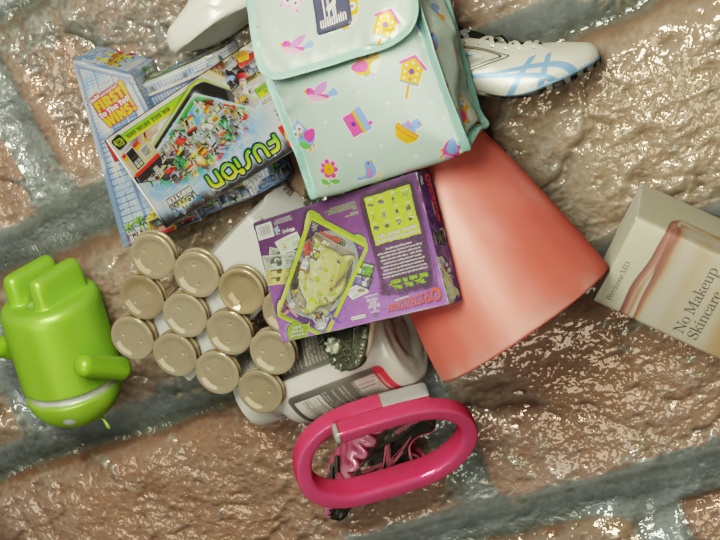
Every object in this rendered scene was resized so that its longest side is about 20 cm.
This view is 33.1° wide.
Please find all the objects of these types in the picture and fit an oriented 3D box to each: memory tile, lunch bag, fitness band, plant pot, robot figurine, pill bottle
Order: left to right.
[{"bbox_3d":[-0.336,0.088,1.373,0.173,0.116,0.203,5,118,32],"label":"robot figurine"},{"bbox_3d":[-0.154,0.052,1.236,0.198,0.017,0.155,22,118,7],"label":"memory tile"},{"bbox_3d":[-0.037,0.097,1.291,0.198,0.111,0.112,-22,106,24],"label":"pill bottle"},{"bbox_3d":[0.003,-0.186,1.072,0.168,0.122,0.202,-14,109,23],"label":"lunch bag"},{"bbox_3d":[0.027,0.188,1.269,0.197,0.038,0.145,-14,135,-7],"label":"fitness band"},{"bbox_3d":[0.108,-0.021,1.160,0.200,0.200,0.178,-36,89,27],"label":"plant pot"}]

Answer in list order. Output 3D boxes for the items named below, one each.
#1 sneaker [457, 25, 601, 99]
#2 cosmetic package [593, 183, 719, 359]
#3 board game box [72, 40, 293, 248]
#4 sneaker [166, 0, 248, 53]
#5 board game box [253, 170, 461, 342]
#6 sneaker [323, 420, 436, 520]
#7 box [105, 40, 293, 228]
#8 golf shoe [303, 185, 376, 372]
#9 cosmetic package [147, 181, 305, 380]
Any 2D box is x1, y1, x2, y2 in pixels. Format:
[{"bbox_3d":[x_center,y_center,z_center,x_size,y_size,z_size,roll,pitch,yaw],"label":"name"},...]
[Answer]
[{"bbox_3d":[0.125,-0.196,1.136,0.197,0.072,0.074,-5,105,15],"label":"sneaker"},{"bbox_3d":[0.334,0.014,1.156,0.198,0.087,0.104,24,119,5],"label":"cosmetic package"},{"bbox_3d":[-0.201,-0.151,1.257,0.198,0.062,0.202,-18,108,23],"label":"board game box"},{"bbox_3d":[-0.121,-0.295,1.168,0.199,0.075,0.089,-38,88,15],"label":"sneaker"},{"bbox_3d":[-0.007,-0.009,1.120,0.198,0.032,0.122,-14,86,36],"label":"board game box"},{"bbox_3d":[0.022,0.213,1.356,0.094,0.079,0.201,20,122,-12],"label":"sneaker"},{"bbox_3d":[-0.144,-0.135,1.192,0.198,0.035,0.111,-29,103,25],"label":"box"},{"bbox_3d":[0.000,0.000,1.200,0.077,0.087,0.203,-15,72,41],"label":"golf shoe"},{"bbox_3d":[-0.131,0.009,1.281,0.081,0.113,0.200,44,120,-7],"label":"cosmetic package"}]
